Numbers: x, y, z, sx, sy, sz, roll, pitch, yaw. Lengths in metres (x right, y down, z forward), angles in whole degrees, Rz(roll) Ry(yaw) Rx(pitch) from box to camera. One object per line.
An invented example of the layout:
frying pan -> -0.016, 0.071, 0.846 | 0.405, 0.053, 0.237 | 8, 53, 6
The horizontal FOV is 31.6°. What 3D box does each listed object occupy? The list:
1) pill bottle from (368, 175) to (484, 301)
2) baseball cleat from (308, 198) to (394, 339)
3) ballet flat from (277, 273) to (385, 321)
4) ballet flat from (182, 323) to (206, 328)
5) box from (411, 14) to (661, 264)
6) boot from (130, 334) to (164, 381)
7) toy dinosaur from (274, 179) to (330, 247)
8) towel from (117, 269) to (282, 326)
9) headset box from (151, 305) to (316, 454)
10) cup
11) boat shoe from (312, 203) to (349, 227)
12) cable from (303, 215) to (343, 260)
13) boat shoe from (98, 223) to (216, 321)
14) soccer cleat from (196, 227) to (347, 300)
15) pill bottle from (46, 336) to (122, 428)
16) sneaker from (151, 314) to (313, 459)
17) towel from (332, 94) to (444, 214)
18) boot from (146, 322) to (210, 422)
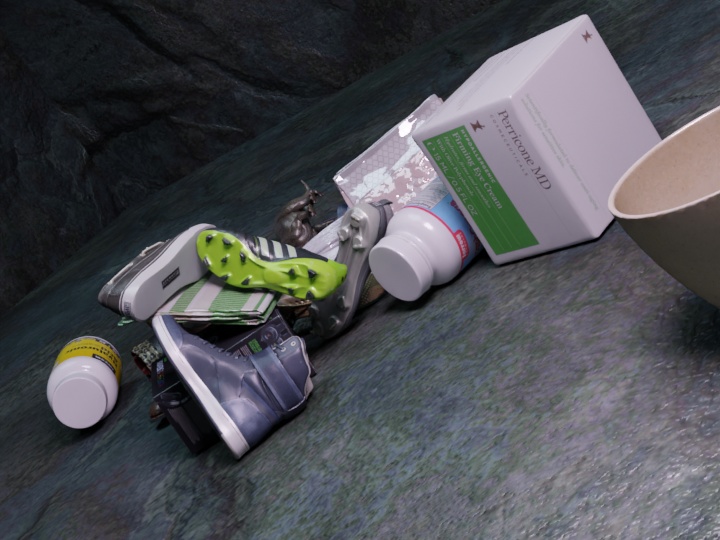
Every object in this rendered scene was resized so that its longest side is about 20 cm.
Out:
pill bottle -> 0.103, -0.052, 1.597 | 0.200, 0.109, 0.109 | -43, 17, -32
baseball cleat -> 0.000, 0.000, 1.642 | 0.106, 0.070, 0.200 | -18, -40, -47
ballet flat -> -0.063, 0.028, 1.718 | 0.199, 0.065, 0.071 | -15, 36, 23
ballet flat -> -0.232, 0.043, 1.723 | 0.069, 0.070, 0.200 | -38, 35, -19
box -> 0.212, -0.150, 1.494 | 0.171, 0.199, 0.200 | -17, 23, 48
boot -> -0.299, 0.106, 2.049 | 0.150, 0.073, 0.200 | -38, 20, -16
toy dinosaur -> -0.102, -0.075, 2.003 | 0.102, 0.077, 0.200 | -32, 50, 19
towel -> -0.194, 0.030, 1.628 | 0.199, 0.023, 0.153 | -3, 25, 16
headset box -> -0.160, 0.121, 1.636 | 0.200, 0.093, 0.174 | -33, 14, -2
cup -> 0.319, -0.042, 1.007 | 0.200, 0.143, 0.200 | -32, 14, 9
boat shoe -> -0.018, -0.075, 2.024 | 0.200, 0.069, 0.084 | -30, 14, 15
cable -> -0.021, -0.021, 1.850 | 0.200, 0.069, 0.200 | -34, 14, -4
boat shoe -> -0.252, -0.007, 1.609 | 0.064, 0.071, 0.200 | 15, 34, 24
soccer cleat -> -0.112, -0.009, 1.590 | 0.199, 0.068, 0.081 | 18, 19, 23
pill bottle -> -0.437, 0.181, 2.018 | 0.111, 0.111, 0.200 | -33, 15, 0
sneaker -> -0.144, 0.103, 1.505 | 0.146, 0.202, 0.077 | -36, -21, -10
towel -> 0.081, -0.119, 1.747 | 0.200, 0.191, 0.032 | -38, -28, 7
boot -> -0.291, 0.091, 1.804 | 0.064, 0.200, 0.186 | -23, 17, 39
